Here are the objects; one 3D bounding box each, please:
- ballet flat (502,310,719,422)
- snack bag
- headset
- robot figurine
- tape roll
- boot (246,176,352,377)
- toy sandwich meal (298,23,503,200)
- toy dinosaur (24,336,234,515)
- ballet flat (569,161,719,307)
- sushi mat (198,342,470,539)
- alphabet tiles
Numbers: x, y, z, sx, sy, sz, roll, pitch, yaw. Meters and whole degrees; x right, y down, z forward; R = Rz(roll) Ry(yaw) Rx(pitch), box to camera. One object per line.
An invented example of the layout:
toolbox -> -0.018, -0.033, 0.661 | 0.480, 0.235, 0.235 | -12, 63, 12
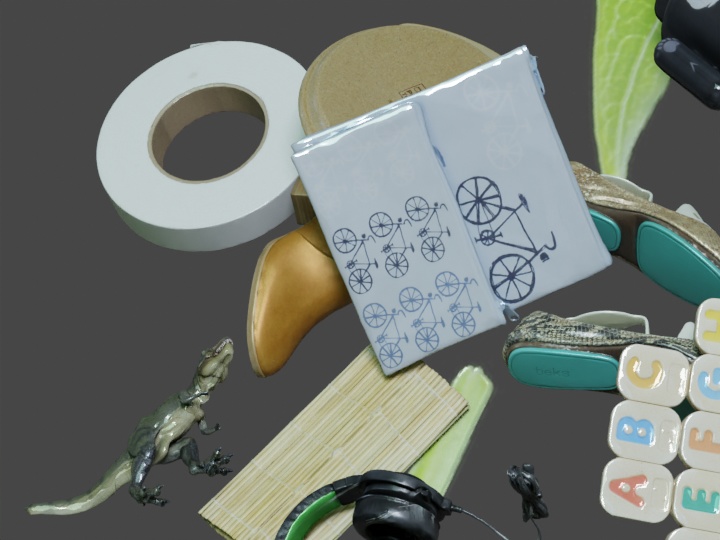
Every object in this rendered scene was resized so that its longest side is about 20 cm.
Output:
ballet flat -> 0.203, 0.063, 1.234 | 0.199, 0.068, 0.075 | 12, 44, 24
snack bag -> 0.072, -0.044, 1.269 | 0.199, 0.021, 0.190 | -22, 95, 2
headset -> 0.031, 0.185, 1.169 | 0.198, 0.094, 0.124 | -16, 54, 5
robot figurine -> 0.316, -0.179, 1.333 | 0.150, 0.125, 0.200 | -43, 55, 6
tape roll -> -0.125, -0.108, 1.443 | 0.201, 0.037, 0.204 | -7, 55, 10
boot -> 0.000, 0.000, 1.318 | 0.143, 0.071, 0.202 | 5, 54, 17
toy sandwich meal -> 0.041, -0.119, 1.357 | 0.203, 0.070, 0.206 | 5, 53, -6
toy dinosaur -> -0.152, 0.138, 1.278 | 0.200, 0.048, 0.088 | -41, 42, -14
ballet flat -> 0.218, -0.034, 1.293 | 0.199, 0.071, 0.065 | 30, 53, 25
sushi mat -> -0.018, 0.139, 1.262 | 0.200, 0.012, 0.096 | -43, 58, -16
alphabet tiles -> 0.266, 0.122, 1.155 | 0.194, 0.015, 0.202 | 10, 77, 3
